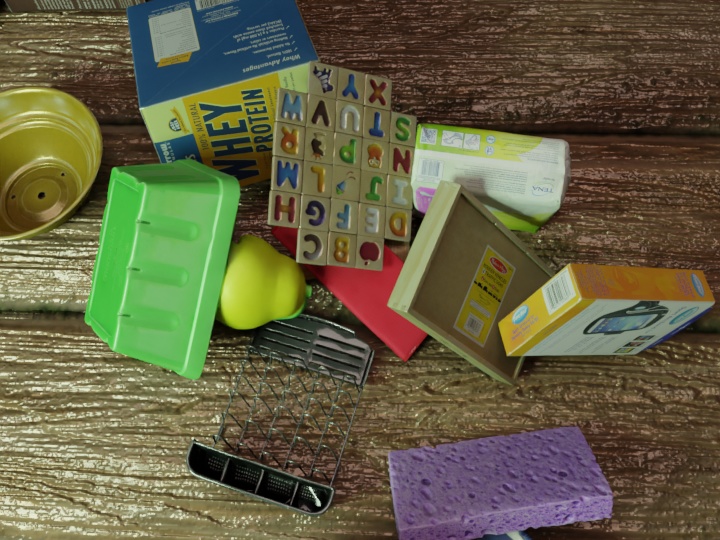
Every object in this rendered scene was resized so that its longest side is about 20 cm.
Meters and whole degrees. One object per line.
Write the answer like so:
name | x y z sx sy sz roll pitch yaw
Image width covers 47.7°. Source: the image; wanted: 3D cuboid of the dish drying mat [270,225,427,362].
dish drying mat | 0.000 0.000 0.868 0.200 0.018 0.077 43 84 -4

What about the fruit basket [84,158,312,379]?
fruit basket | -0.158 -0.001 0.835 0.215 0.218 0.154 -44 37 -18

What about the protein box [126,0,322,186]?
protein box | -0.149 -0.215 0.935 0.194 0.137 0.203 -16 49 -5

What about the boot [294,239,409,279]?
boot | -0.017 -0.088 0.927 0.140 0.071 0.206 -2 68 2

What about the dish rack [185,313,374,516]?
dish rack | -0.072 0.136 0.829 0.150 0.055 0.204 15 65 9

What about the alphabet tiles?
alphabet tiles | -0.015 -0.106 0.838 0.163 0.006 0.206 6 85 -28

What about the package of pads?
package of pads | 0.131 -0.089 0.848 0.150 0.200 0.070 8 86 6

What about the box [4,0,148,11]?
box | -0.383 -0.412 1.103 0.194 0.075 0.103 2 64 2

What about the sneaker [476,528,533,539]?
sneaker | 0.151 0.316 0.719 0.087 0.076 0.202 -31 64 -9

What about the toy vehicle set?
toy vehicle set | 0.116 0.019 0.792 0.026 0.199 0.127 15 76 46

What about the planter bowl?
planter bowl | -0.383 -0.106 0.945 0.195 0.084 0.205 -1 64 2

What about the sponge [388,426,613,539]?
sponge | 0.126 0.200 0.766 0.194 0.031 0.112 -8 23 -1

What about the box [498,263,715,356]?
box | 0.246 0.041 0.793 0.195 0.119 0.042 1 60 -29
